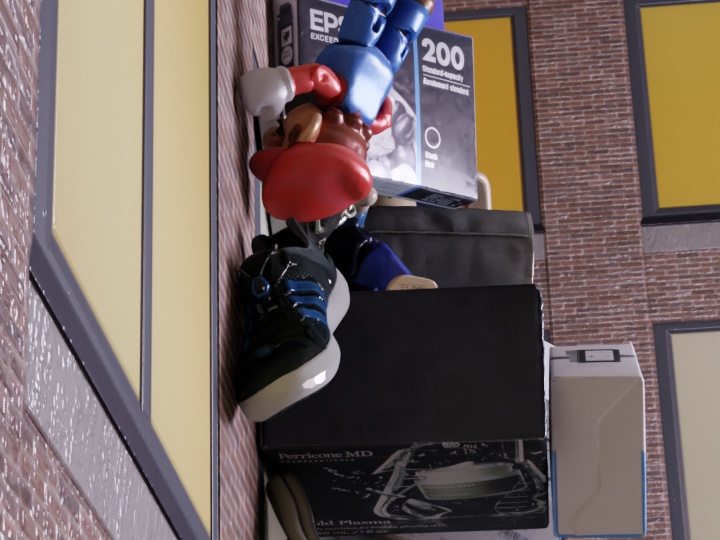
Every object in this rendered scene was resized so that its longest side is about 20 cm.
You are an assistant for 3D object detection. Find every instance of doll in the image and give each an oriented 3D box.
[{"bbox_3d":[0.000,0.000,1.737,0.200,0.048,0.137,-144,-128,-59],"label":"doll"}]

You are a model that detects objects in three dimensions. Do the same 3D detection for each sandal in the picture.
[{"bbox_3d":[-0.043,0.210,1.448,0.201,0.057,0.080,-117,-167,-61],"label":"sandal"}]

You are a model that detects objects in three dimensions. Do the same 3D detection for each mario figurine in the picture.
[{"bbox_3d":[-0.028,-0.127,1.560,0.200,0.123,0.106,-66,-166,-18],"label":"mario figurine"}]

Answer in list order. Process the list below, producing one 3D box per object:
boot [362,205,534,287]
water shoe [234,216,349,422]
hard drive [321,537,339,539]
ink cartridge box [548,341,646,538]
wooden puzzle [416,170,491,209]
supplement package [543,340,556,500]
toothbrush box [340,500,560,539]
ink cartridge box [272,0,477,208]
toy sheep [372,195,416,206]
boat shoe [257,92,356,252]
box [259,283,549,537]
[{"bbox_3d":[0.047,-0.046,1.884,0.073,0.199,0.182,85,3,-72],"label":"boot"},{"bbox_3d":[-0.058,0.030,1.422,0.079,0.071,0.200,56,14,-15],"label":"water shoe"},{"bbox_3d":[-0.026,0.317,1.752,0.200,0.027,0.132,-88,173,-47],"label":"hard drive"},{"bbox_3d":[0.172,0.119,1.612,0.200,0.068,0.116,-47,136,-83],"label":"ink cartridge box"},{"bbox_3d":[0.041,-0.004,2.086,0.046,0.185,0.201,-34,123,-51],"label":"wooden puzzle"},{"bbox_3d":[0.122,0.123,1.956,0.111,0.155,0.200,-62,-179,14],"label":"supplement package"},{"bbox_3d":[0.064,0.205,1.791,0.085,0.146,0.200,-64,-172,-15],"label":"toothbrush box"},{"bbox_3d":[0.013,-0.163,1.807,0.198,0.043,0.201,9,72,-41],"label":"ink cartridge box"},{"bbox_3d":[0.021,0.010,1.997,0.138,0.137,0.201,-82,173,-72],"label":"toy sheep"},{"bbox_3d":[-0.036,-0.054,1.672,0.071,0.063,0.200,-90,175,-47],"label":"boat shoe"},{"bbox_3d":[0.036,0.105,1.593,0.197,0.199,0.124,78,10,-63],"label":"box"}]
